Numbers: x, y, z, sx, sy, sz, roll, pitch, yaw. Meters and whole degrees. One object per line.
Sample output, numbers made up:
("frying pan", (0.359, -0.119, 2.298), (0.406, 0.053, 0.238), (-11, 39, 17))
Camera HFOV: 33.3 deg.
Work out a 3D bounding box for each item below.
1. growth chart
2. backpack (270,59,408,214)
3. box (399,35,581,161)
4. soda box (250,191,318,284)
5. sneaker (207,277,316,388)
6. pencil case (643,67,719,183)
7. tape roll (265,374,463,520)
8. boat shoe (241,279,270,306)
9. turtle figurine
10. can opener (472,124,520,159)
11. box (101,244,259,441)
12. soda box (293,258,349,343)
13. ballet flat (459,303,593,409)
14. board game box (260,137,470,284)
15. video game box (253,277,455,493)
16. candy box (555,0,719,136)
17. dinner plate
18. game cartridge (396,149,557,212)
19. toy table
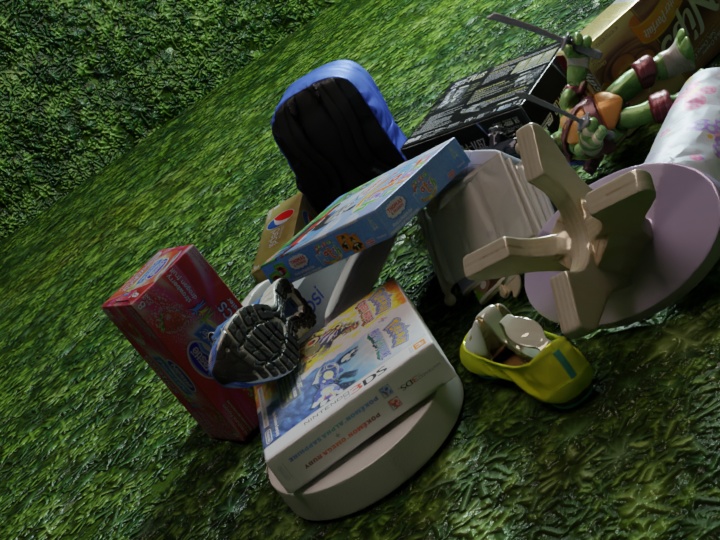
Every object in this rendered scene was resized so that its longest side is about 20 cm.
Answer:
("growth chart", (0.126, -0.038, 1.200), (0.018, 0.146, 0.200), (-6, -13, -36))
("backpack", (-0.027, -0.182, 1.647), (0.162, 0.201, 0.168), (-30, 21, 17))
("box", (0.174, -0.187, 1.498), (0.199, 0.086, 0.164), (-15, 29, 44))
("soda box", (-0.092, -0.030, 1.611), (0.064, 0.068, 0.200), (-29, 21, 15))
("sneaker", (-0.107, 0.077, 1.177), (0.089, 0.079, 0.200), (-40, 2, 19))
("pencil case", (0.313, -0.106, 1.105), (0.090, 0.083, 0.200), (-10, 32, 37))
("tape roll", (0.003, 0.147, 1.115), (0.202, 0.037, 0.203), (-32, 20, 13))
("boat shoe", (-0.145, 0.089, 1.452), (0.068, 0.072, 0.201), (-17, 37, 43))
("turtle figurine", (0.251, -0.191, 1.235), (0.192, 0.201, 0.144), (-20, 18, 10))
("can opener", (0.129, -0.122, 1.412), (0.063, 0.079, 0.199), (-5, -1, -44))
("box", (-0.173, 0.080, 1.309), (0.100, 0.201, 0.095), (-45, 20, -26))
("soda box", (-0.058, 0.027, 1.432), (0.063, 0.068, 0.200), (-19, 26, 41))
("ballet flat", (0.133, 0.063, 1.045), (0.067, 0.067, 0.200), (-41, 20, -11))
("board game box", (0.003, -0.057, 1.247), (0.199, 0.037, 0.151), (-23, 16, 48))
("video game box", (-0.014, 0.100, 1.126), (0.181, 0.047, 0.200), (-34, 18, 1))
("candy box", (0.328, -0.258, 1.363), (0.200, 0.116, 0.055), (-42, 22, -15))
("dinner plate", (0.000, 0.000, 1.328), (0.201, 0.024, 0.200), (-61, 8, 14))
("game cartridge", (0.126, -0.092, 1.315), (0.199, 0.132, 0.042), (-2, 69, 56))
("toy table", (0.191, -0.029, 0.999), (0.200, 0.117, 0.185), (-41, 54, 33))
